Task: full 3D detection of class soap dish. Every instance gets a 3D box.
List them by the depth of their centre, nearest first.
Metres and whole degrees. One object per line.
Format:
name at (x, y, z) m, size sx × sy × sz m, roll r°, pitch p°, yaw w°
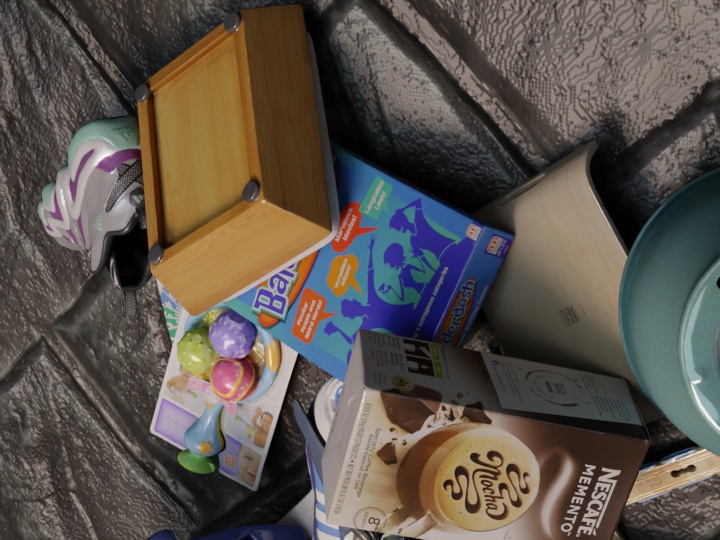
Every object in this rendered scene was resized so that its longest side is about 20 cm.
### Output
soap dish at (-0.099, -0.088, 1.166) m, size 0.157 × 0.081 × 0.202 m, roll -29°, pitch 57°, yaw 36°

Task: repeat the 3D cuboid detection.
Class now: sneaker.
sneaker at (0.006, 0.177, 1.180) m, size 0.147 × 0.080 × 0.202 m, roll 112°, pitch 146°, yaw -66°
sneaker at (-0.207, -0.022, 1.257) m, size 0.200 × 0.077 × 0.141 m, roll 126°, pitch 128°, yaw -62°

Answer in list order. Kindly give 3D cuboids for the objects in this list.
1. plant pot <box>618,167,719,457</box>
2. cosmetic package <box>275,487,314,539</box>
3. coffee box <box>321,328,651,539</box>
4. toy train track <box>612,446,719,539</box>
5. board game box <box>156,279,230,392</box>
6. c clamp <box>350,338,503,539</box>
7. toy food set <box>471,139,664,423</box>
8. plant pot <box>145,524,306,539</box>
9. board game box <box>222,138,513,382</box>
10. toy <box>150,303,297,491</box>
plant pot at (0.259, 0.036, 0.935) m, size 0.198 × 0.188 × 0.202 m, roll 1°, pitch 96°, yaw 9°
cosmetic package at (-0.003, 0.288, 1.299) m, size 0.200 × 0.052 × 0.151 m, roll 50°, pitch 122°, yaw 9°
coffee box at (0.083, 0.123, 1.050) m, size 0.198 × 0.080 × 0.114 m, roll 10°, pitch 117°, yaw -10°
toy train track at (0.200, 0.167, 1.129) m, size 0.199 × 0.033 × 0.115 m, roll -26°, pitch 112°, yaw 27°
board game box at (-0.131, 0.004, 1.300) m, size 0.095 × 0.030 × 0.202 m, roll -5°, pitch 100°, yaw 32°
c clamp at (0.062, 0.170, 1.153) m, size 0.027 × 0.200 × 0.171 m, roll 33°, pitch 163°, yaw 49°
toy food set at (0.167, 0.023, 1.112) m, size 0.143 × 0.060 × 0.201 m, roll -30°, pitch 88°, yaw 46°
plant pot at (-0.139, 0.323, 1.204) m, size 0.200 × 0.179 × 0.201 m, roll -39°, pitch 55°, yaw 27°
board game box at (0.000, 0.000, 1.148) m, size 0.199 × 0.045 × 0.153 m, roll 30°, pitch 99°, yaw 38°
toy at (-0.118, 0.084, 1.274) m, size 0.114 × 0.047 × 0.201 m, roll 26°, pitch 119°, yaw 19°
